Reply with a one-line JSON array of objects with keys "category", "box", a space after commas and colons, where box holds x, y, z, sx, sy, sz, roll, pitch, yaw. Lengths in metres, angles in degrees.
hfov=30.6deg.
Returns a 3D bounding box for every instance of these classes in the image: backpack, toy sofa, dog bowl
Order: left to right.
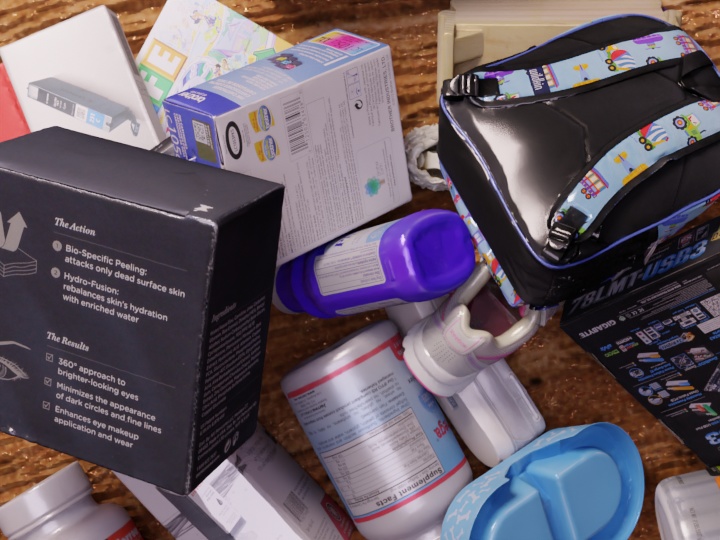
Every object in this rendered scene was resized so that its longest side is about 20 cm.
[{"category": "dog bowl", "box": [0.145, 0.196, 1.061, 0.199, 0.049, 0.112, -28, 108, -32]}, {"category": "toy sofa", "box": [0.162, -0.171, 1.083, 0.198, 0.098, 0.083, 1, 118, 4]}, {"category": "backpack", "box": [0.174, -0.086, 0.972, 0.199, 0.135, 0.183, -25, 68, -12]}]

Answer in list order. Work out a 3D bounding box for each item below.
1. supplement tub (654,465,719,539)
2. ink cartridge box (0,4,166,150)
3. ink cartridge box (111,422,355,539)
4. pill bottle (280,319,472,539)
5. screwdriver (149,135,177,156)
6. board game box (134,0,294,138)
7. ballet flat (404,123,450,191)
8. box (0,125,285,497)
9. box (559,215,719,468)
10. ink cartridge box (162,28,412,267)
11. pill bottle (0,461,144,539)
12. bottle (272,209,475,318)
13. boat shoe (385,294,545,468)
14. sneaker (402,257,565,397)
[{"category": "supplement tub", "box": [0.347, 0.208, 1.059, 0.198, 0.123, 0.123, -13, 92, 4]}, {"category": "ink cartridge box", "box": [-0.241, -0.083, 1.047, 0.175, 0.045, 0.201, -22, 90, 4]}, {"category": "ink cartridge box", "box": [-0.106, 0.180, 1.080, 0.085, 0.146, 0.200, -42, 89, 6]}, {"category": "pill bottle", "box": [0.025, 0.151, 1.088, 0.108, 0.109, 0.201, -28, 91, 5]}, {"category": "screwdriver", "box": [-0.205, -0.035, 1.010, 0.200, 0.028, 0.029, -43, 61, 1]}, {"category": "board game box", "box": [-0.136, -0.115, 1.078, 0.134, 0.034, 0.201, 29, 94, 3]}, {"category": "ballet flat", "box": [0.128, -0.085, 1.090, 0.198, 0.072, 0.072, 1, 93, 4]}, {"category": "box", "box": [-0.171, 0.023, 0.927, 0.195, 0.117, 0.201, 15, 111, 18]}, {"category": "box", "box": [0.290, 0.053, 1.008, 0.198, 0.050, 0.200, 40, 136, -21]}, {"category": "ink cartridge box", "box": [-0.064, -0.086, 1.005, 0.199, 0.076, 0.137, -28, 123, -31]}, {"category": "pill bottle", "box": [-0.224, 0.268, 1.111, 0.111, 0.111, 0.201, -31, 91, 5]}, {"category": "bottle", "box": [0.000, 0.000, 1.049, 0.083, 0.199, 0.066, -21, 95, -38]}, {"category": "boat shoe", "box": [0.086, 0.064, 1.103, 0.068, 0.072, 0.201, -29, 78, -23]}, {"category": "sneaker", "box": [0.124, 0.019, 1.052, 0.081, 0.088, 0.200, 46, 59, -1]}]
